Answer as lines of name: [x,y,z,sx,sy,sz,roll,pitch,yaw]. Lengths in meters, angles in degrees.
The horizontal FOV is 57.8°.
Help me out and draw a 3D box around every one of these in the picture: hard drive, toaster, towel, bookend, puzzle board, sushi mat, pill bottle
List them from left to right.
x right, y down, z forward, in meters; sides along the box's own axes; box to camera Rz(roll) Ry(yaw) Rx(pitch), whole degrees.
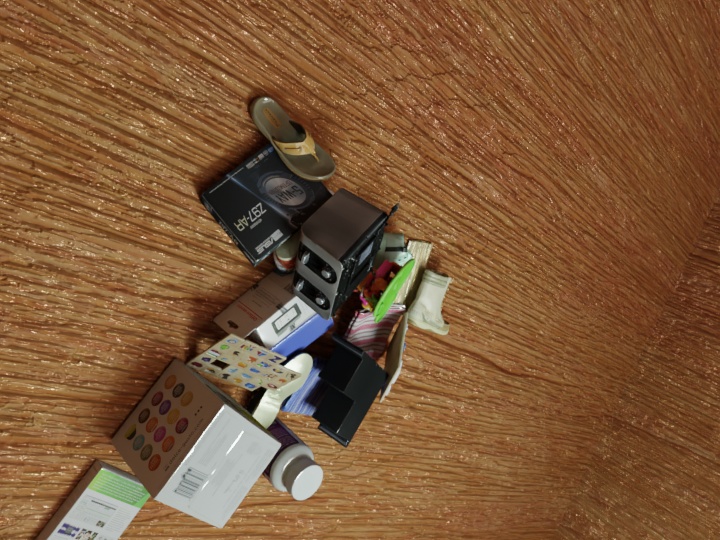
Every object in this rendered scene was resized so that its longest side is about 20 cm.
pill bottle: [-0.172,0.412,1.437,0.111,0.199,0.114,-19,122,-34]
hard drive: [-0.146,0.151,1.397,0.199,0.025,0.132,-37,161,-10]
towel: [-0.097,0.281,1.536,0.146,0.024,0.200,-55,149,2]
bookend: [-0.046,0.275,1.476,0.202,0.091,0.199,-59,152,-10]
toaster: [-0.038,-0.038,1.248,0.200,0.118,0.182,-48,165,-37]
towel: [0.018,0.162,1.575,0.145,0.030,0.202,-8,135,-38]
puzzle board: [0.083,0.214,1.586,0.201,0.017,0.153,108,-6,-55]
sushi mat: [0.128,0.021,1.666,0.095,0.012,0.203,3,107,-43]

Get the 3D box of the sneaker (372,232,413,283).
sneaker: [0.068,0.006,1.524,0.116,0.074,0.204,-5,118,1]

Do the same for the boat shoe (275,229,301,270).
boat shoe: [-0.125,-0.100,1.295,0.063,0.070,0.203,78,22,-66]

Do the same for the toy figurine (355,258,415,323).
toy figurine: [0.000,0.000,1.437,0.150,0.183,0.201,-47,166,-31]

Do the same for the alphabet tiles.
alphabet tiles: [-0.224,0.193,1.309,0.199,0.166,0.008,29,45,-33]

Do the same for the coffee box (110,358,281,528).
coffee box: [-0.316,0.334,1.268,0.201,0.197,0.200,-52,137,-11]

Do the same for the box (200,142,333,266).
box: [-0.174,-0.133,1.223,0.199,0.044,0.161,-40,91,-20]

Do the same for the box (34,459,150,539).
box: [-0.518,0.481,1.269,0.201,0.036,0.144,-52,135,-9]

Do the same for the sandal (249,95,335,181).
sandal: [-0.124,-0.245,1.208,0.200,0.054,0.080,48,64,-9]

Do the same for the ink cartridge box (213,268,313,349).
ink cartridge box: [-0.185,0.082,1.328,0.199,0.115,0.069,-39,131,-22]

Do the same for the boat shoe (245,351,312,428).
boat shoe: [-0.183,0.255,1.437,0.073,0.063,0.202,35,93,-33]

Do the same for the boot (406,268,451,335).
boot: [0.199,0.082,1.715,0.199,0.071,0.157,20,92,-54]

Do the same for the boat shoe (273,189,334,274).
boat shoe: [-0.113,-0.079,1.358,0.202,0.071,0.068,-61,172,-21]
